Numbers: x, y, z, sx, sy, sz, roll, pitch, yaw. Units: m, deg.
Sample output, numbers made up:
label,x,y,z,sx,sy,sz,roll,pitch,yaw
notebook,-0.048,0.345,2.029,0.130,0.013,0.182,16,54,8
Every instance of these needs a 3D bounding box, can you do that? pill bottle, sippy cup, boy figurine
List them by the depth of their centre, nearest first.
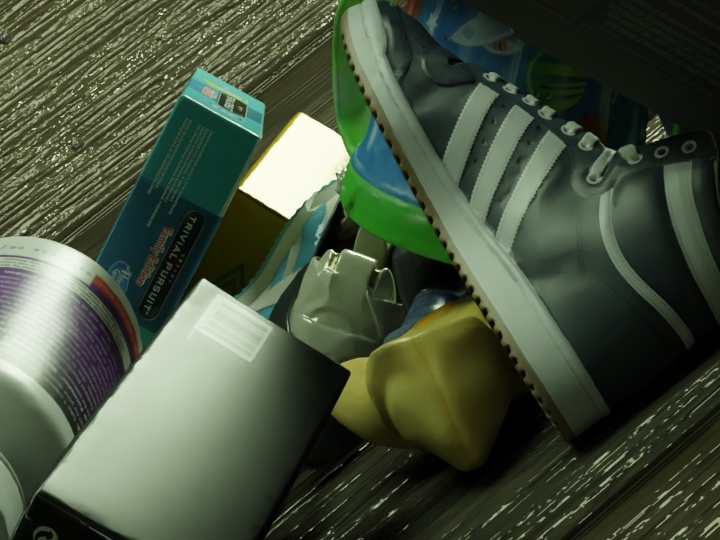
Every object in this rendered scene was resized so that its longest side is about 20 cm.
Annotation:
label,x,y,z,sx,sy,sz,roll,pitch,yaw
boy figurine,0.034,0.032,1.020,0.124,0.065,0.200,-22,11,14
sippy cup,0.067,-0.079,1.037,0.140,0.176,0.131,-63,-16,-71
pill bottle,-0.167,0.070,1.067,0.111,0.112,0.200,-34,14,18

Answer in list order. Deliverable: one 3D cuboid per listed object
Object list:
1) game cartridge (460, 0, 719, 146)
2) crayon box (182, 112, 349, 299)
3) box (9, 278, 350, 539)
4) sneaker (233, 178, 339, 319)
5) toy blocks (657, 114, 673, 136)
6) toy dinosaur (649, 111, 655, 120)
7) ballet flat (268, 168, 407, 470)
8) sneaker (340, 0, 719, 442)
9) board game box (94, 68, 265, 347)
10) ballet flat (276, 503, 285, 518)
label,x,y,z,sx,sy,sz,roll,pitch,yaw
game cartridge,0.145,-0.097,0.892,0.129,0.199,0.039,-24,52,46
crayon box,-0.059,-0.002,1.354,0.201,0.051,0.126,-59,-1,27
box,-0.085,0.111,0.908,0.142,0.079,0.200,-58,0,25
sneaker,-0.017,0.026,1.223,0.080,0.077,0.200,19,56,40
toy blocks,0.208,-0.125,1.031,0.136,0.101,0.200,-16,-16,-29
toy dinosaur,0.118,-0.046,1.162,0.199,0.048,0.088,-36,24,5
ballet flat,0.000,0.000,1.153,0.073,0.073,0.201,-28,28,45
sneaker,0.075,-0.043,0.935,0.108,0.201,0.070,-31,-26,5
board game box,-0.103,-0.022,1.267,0.152,0.047,0.200,-62,5,7
ballet flat,-0.072,0.098,1.109,0.072,0.072,0.200,-40,5,-20
